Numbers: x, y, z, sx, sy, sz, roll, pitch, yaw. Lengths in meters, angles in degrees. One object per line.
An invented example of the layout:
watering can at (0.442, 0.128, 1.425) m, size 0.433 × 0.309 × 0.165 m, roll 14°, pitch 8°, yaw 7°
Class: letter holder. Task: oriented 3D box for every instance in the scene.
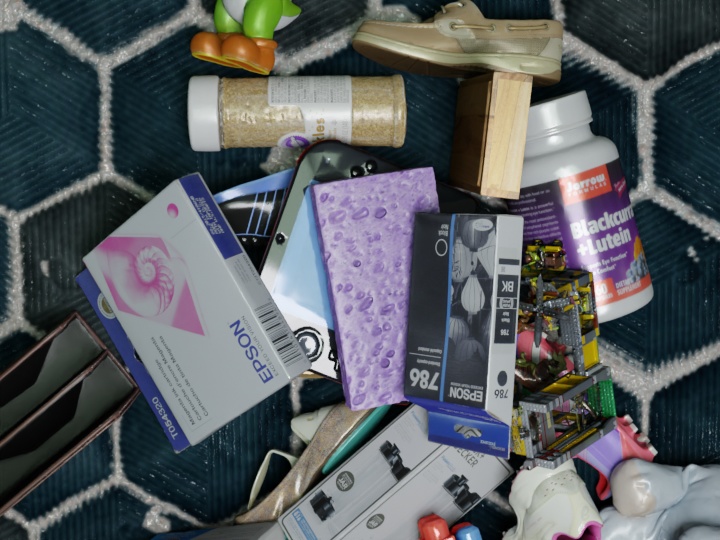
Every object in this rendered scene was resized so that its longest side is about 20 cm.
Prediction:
letter holder at (-0.312, 0.146, 1.122) m, size 0.199 × 0.142 × 0.101 m, roll -39°, pitch 97°, yaw 2°

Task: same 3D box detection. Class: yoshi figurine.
yoshi figurine at (-0.102, -0.285, 1.109) m, size 0.111 × 0.112 × 0.203 m, roll 16°, pitch 92°, yaw 2°

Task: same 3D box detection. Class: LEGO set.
LEGO set at (0.136, 0.083, 1.090) m, size 0.115 × 0.153 × 0.203 m, roll -22°, pitch 116°, yaw -41°

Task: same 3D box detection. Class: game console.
game console at (0.000, 0.000, 1.118) m, size 0.175 × 0.031 × 0.202 m, roll 21°, pitch 88°, yaw -8°

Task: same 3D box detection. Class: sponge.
sponge at (0.026, 0.015, 1.099) m, size 0.110 × 0.030 × 0.203 m, roll -10°, pitch 94°, yaw -14°

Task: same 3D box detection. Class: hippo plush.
hippo plush at (0.326, 0.264, 1.144) m, size 0.197 × 0.161 × 0.161 m, roll -7°, pitch 116°, yaw -17°

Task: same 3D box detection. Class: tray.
tray at (0.110, -0.118, 1.089) m, size 0.037 × 0.200 × 0.100 m, roll 6°, pitch 96°, yaw -3°

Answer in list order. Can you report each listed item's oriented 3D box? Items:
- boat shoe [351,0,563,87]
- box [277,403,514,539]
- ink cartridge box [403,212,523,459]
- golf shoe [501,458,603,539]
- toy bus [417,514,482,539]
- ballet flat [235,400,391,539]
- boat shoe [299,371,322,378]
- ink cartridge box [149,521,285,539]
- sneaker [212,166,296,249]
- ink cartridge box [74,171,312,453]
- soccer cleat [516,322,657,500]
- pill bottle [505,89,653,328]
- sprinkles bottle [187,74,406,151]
boat shoe at (0.090, -0.214, 1.148) m, size 0.197 × 0.071 × 0.065 m, roll 6°, pitch 89°, yaw -12°
box at (0.035, 0.209, 1.160) m, size 0.199 × 0.060 × 0.117 m, roll -40°, pitch 138°, yaw 0°
ink cartridge box at (0.085, 0.053, 1.048) m, size 0.039 × 0.099 × 0.203 m, roll 1°, pitch 91°, yaw -43°
golf shoe at (0.178, 0.255, 1.147) m, size 0.075 × 0.092 × 0.201 m, roll -24°, pitch 139°, yaw -17°
toy bus at (0.100, 0.316, 1.148) m, size 0.134 × 0.200 × 0.194 m, roll -19°, pitch 83°, yaw -7°
ballet flat at (-0.052, 0.179, 1.181) m, size 0.067 × 0.068 × 0.201 m, roll 38°, pitch 92°, yaw 15°
boat shoe at (-0.020, 0.062, 1.166) m, size 0.197 × 0.069 × 0.075 m, roll 3°, pitch 89°, yaw -8°
ink cartridge box at (-0.157, 0.333, 1.099) m, size 0.146 × 0.200 × 0.147 m, roll -10°, pitch 98°, yaw 26°
sneaker at (-0.082, -0.045, 1.151) m, size 0.198 × 0.070 × 0.079 m, roll -19°, pitch 90°, yaw -2°
ink cartridge box at (-0.163, 0.048, 1.104) m, size 0.199 × 0.043 × 0.198 m, roll -35°, pitch 85°, yaw 34°
soccer cleat at (0.198, 0.132, 1.191) m, size 0.076 × 0.067 × 0.200 m, roll -43°, pitch 99°, yaw 6°
pill bottle at (0.192, -0.057, 1.144) m, size 0.110 × 0.111 × 0.202 m, roll -17°, pitch 97°, yaw -1°
sprinkles bottle at (-0.058, -0.146, 1.143) m, size 0.197 × 0.068 × 0.069 m, roll -1°, pitch 96°, yaw -3°
